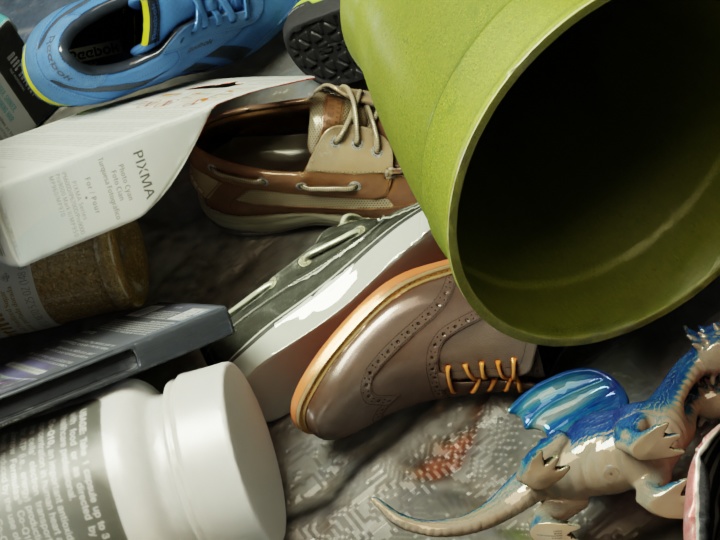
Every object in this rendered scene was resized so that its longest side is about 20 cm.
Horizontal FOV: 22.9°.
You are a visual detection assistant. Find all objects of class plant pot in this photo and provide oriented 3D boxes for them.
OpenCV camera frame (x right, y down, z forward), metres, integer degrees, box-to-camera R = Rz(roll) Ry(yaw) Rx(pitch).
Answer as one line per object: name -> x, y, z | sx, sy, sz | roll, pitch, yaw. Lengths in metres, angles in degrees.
plant pot -> 0.086, -0.102, 0.875 | 0.199, 0.201, 0.193 | -33, 46, -5

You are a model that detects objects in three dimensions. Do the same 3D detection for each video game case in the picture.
video game case -> -0.176, 0.059, 0.928 | 0.199, 0.019, 0.143 | -22, 7, -19

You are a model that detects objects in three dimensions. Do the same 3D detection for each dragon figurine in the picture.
dragon figurine -> 0.108, 0.087, 0.862 | 0.198, 0.059, 0.100 | -21, 17, 9

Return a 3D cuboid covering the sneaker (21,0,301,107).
sneaker -> -0.105, -0.150, 1.059 | 0.199, 0.066, 0.078 | -25, 6, -25

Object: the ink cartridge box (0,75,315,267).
ink cartridge box -> -0.140, -0.061, 0.994 | 0.199, 0.048, 0.160 | -22, 15, -29

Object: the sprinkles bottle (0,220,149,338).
sprinkles bottle -> -0.226, 0.009, 1.040 | 0.198, 0.068, 0.069 | -13, 53, 11

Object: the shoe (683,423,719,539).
shoe -> 0.209, 0.079, 0.822 | 0.071, 0.091, 0.201 | 18, 65, 29

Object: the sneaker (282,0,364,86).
sneaker -> 0.038, -0.168, 1.050 | 0.199, 0.072, 0.083 | -3, 42, 36

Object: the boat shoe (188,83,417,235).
boat shoe -> -0.007, -0.068, 1.012 | 0.198, 0.072, 0.076 | -10, 54, 13

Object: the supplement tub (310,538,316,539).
supplement tub -> -0.073, 0.225, 0.789 | 0.199, 0.145, 0.145 | -32, 52, -4

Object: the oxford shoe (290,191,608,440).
oxford shoe -> 0.056, 0.036, 0.921 | 0.199, 0.071, 0.073 | -33, 56, -5

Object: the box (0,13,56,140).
box -> -0.285, -0.072, 1.109 | 0.049, 0.083, 0.200 | 31, 71, 34

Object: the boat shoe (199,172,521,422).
boat shoe -> 0.000, 0.000, 0.965 | 0.199, 0.071, 0.064 | -34, 53, -3

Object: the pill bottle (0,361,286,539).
pill bottle -> -0.145, 0.123, 0.905 | 0.198, 0.114, 0.115 | -18, 53, 8

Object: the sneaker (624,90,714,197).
sneaker -> 0.153, -0.099, 0.987 | 0.090, 0.076, 0.201 | -26, 45, 13
